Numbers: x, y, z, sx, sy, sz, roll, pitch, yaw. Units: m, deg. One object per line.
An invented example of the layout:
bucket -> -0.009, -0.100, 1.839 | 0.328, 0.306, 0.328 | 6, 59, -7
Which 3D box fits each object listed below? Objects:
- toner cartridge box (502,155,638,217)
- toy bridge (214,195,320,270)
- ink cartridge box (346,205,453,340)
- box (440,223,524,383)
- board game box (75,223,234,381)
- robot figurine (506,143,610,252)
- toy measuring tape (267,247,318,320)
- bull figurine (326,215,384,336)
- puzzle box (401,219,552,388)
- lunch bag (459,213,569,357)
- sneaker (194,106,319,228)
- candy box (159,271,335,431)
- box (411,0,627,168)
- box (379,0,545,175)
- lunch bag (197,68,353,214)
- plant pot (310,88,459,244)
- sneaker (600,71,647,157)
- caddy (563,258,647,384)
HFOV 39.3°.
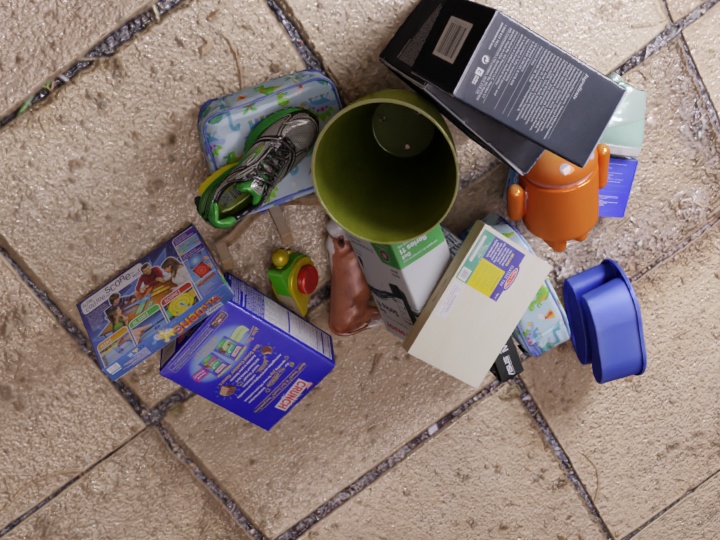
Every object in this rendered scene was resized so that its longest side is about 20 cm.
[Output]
toner cartridge box -> 0.324, -0.138, 1.554 | 0.197, 0.043, 0.096 | 4, 110, -19
toy bridge -> -0.114, -0.071, 1.426 | 0.198, 0.068, 0.027 | -24, 151, -6
ink cartridge box -> 0.069, 0.006, 1.409 | 0.083, 0.146, 0.202 | -32, 117, -18
box -> 0.156, 0.040, 1.484 | 0.047, 0.200, 0.195 | -29, 118, -7
board game box -> -0.283, 0.041, 1.378 | 0.199, 0.136, 0.035 | -34, 141, -1
robot figurine -> 0.283, -0.123, 1.443 | 0.142, 0.117, 0.202 | 2, 133, 16
toy measuring tape -> -0.086, 0.035, 1.489 | 0.073, 0.074, 0.201 | -28, 133, -5
bull figurine -> 0.000, 0.000, 1.493 | 0.120, 0.065, 0.203 | -3, 113, -20
puzzle box -> 0.158, 0.048, 1.360 | 0.132, 0.025, 0.202 | 29, 96, -28
lunch bag -> 0.230, 0.022, 1.517 | 0.082, 0.161, 0.201 | -30, 115, 1
sneaker -> -0.125, -0.125, 1.299 | 0.200, 0.085, 0.078 | -46, 120, 3
candy box -> -0.162, 0.122, 1.459 | 0.199, 0.077, 0.169 | 34, 117, -25
box -> 0.184, -0.225, 1.193 | 0.198, 0.149, 0.108 | 23, 103, -24
box -> 0.155, -0.256, 1.365 | 0.199, 0.197, 0.124 | 35, 97, -26
lunch bag -> -0.116, -0.173, 1.375 | 0.198, 0.083, 0.163 | -22, 116, -9
plant pot -> 0.044, -0.163, 1.323 | 0.184, 0.201, 0.190 | 4, 117, 8
sneaker -> 0.335, -0.240, 1.504 | 0.197, 0.074, 0.120 | 4, 103, -17
caddy -> 0.402, 0.081, 1.615 | 0.104, 0.142, 0.202 | -17, 116, -5
